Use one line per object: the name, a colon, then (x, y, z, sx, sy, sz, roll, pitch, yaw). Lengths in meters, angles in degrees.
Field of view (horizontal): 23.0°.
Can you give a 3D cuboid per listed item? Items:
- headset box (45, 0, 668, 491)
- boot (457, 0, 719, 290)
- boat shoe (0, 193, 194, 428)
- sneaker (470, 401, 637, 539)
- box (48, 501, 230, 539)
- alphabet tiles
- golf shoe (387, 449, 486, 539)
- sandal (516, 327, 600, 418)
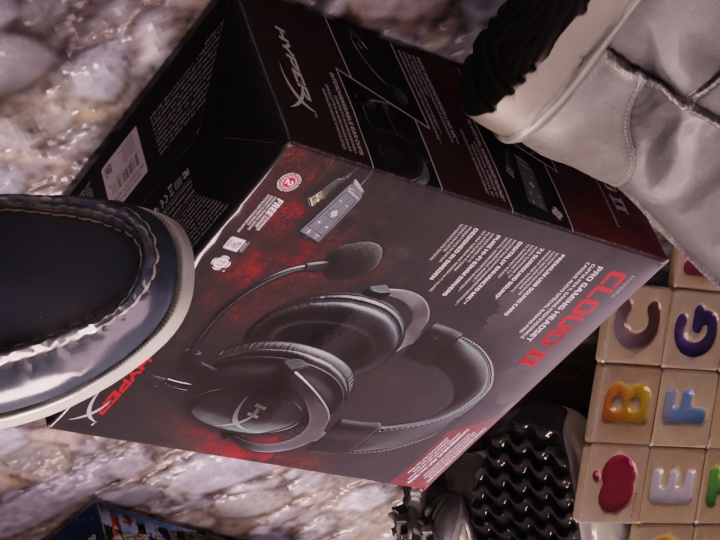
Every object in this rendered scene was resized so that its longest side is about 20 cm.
headset box: (0.000, 0.000, 0.637, 0.199, 0.078, 0.149, 16, 131, -39)
boot: (0.153, -0.064, 0.586, 0.199, 0.073, 0.182, 30, 124, -23)
boat shoe: (-0.151, 0.007, 0.547, 0.198, 0.076, 0.062, -4, 157, 15)
sneaker: (0.114, 0.142, 0.802, 0.093, 0.070, 0.202, -26, 111, -35)
box: (-0.139, 0.192, 0.851, 0.199, 0.038, 0.136, -39, 141, 23)
alphabet tiles: (0.178, 0.062, 0.778, 0.198, 0.006, 0.169, 6, 96, -33)
golf shoe: (0.060, 0.159, 0.880, 0.093, 0.078, 0.201, -11, 145, -15)
sandal: (0.140, 0.054, 0.800, 0.198, 0.055, 0.082, 8, 136, -35)
